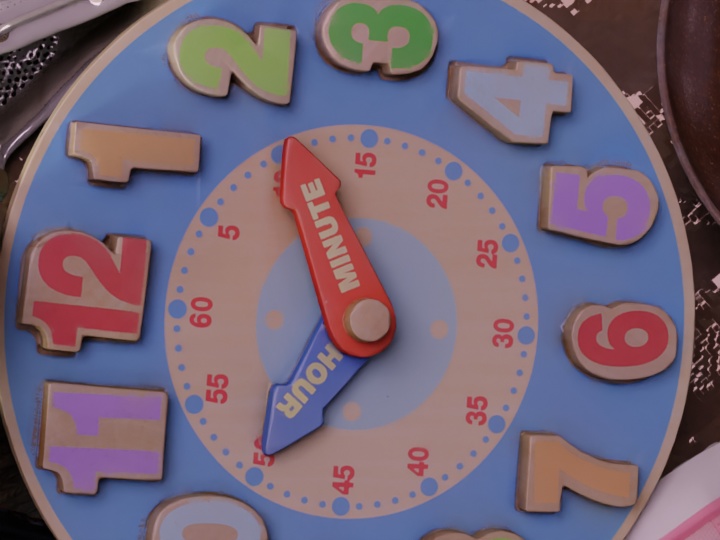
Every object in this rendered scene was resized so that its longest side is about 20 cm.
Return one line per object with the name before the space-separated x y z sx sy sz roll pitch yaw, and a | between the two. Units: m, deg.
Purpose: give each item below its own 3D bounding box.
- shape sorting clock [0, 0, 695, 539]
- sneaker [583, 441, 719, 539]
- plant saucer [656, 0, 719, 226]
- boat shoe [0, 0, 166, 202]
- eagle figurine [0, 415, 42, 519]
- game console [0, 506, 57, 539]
shape sorting clock | -0.001 0.014 0.740 0.199 0.039 0.201 0 91 -12
sneaker | 0.072 0.135 0.797 0.200 0.075 0.105 -37 80 -4
plant saucer | 0.192 -0.067 0.840 0.199 0.035 0.201 -5 68 11
boat shoe | -0.145 -0.046 0.904 0.200 0.071 0.069 -43 67 -3
eagle figurine | -0.198 0.094 0.814 0.199 0.151 0.153 4 67 39
game console | -0.132 0.168 0.712 0.200 0.172 0.119 -54 51 9
